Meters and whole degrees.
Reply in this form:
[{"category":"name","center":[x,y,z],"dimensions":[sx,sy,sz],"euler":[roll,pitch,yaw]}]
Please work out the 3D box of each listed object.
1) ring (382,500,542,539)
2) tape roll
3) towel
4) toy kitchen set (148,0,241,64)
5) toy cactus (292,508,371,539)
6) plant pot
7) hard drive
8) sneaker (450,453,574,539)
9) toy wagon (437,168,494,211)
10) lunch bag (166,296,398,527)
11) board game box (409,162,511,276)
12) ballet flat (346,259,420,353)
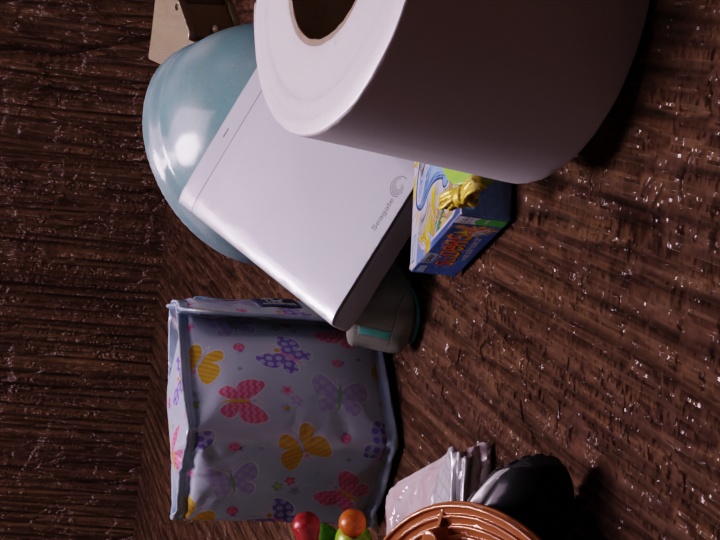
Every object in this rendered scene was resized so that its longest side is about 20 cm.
[{"category":"ring","center":[0.055,0.219,1.018],"dimensions":[0.199,0.019,0.203],"euler":[9,102,48]},{"category":"tape roll","center":[0.045,-0.158,1.067],"dimensions":[0.202,0.138,0.205],"euler":[-32,53,55]},{"category":"towel","center":[0.045,0.224,1.287],"dimensions":[0.191,0.032,0.202],"euler":[126,149,-69]},{"category":"toy kitchen set","center":[-0.111,-0.311,2.189],"dimensions":[0.180,0.162,0.202],"euler":[27,115,48]},{"category":"toy cactus","center":[-0.018,0.258,1.410],"dimensions":[0.200,0.101,0.166],"euler":[98,155,-66]},{"category":"plant pot","center":[-0.060,-0.121,1.634],"dimensions":[0.134,0.199,0.202],"euler":[-28,53,45]},{"category":"hard drive","center":[-0.041,-0.060,1.485],"dimensions":[0.200,0.027,0.133],"euler":[37,97,39]},{"category":"sneaker","center":[0.087,0.197,1.045],"dimensions":[0.087,0.075,0.202],"euler":[39,123,47]},{"category":"toy wagon","center":[0.068,-0.128,1.207],"dimensions":[0.155,0.039,0.202],"euler":[-28,57,51]},{"category":"lunch bag","center":[-0.067,0.091,1.557],"dimensions":[0.201,0.168,0.128],"euler":[-97,16,-50]},{"category":"board game box","center":[0.067,-0.111,1.313],"dimensions":[0.135,0.034,0.202],"euler":[128,146,-70]},{"category":"ballet flat","center":[0.000,0.000,1.529],"dimensions":[0.200,0.063,0.068],"euler":[-109,27,-65]}]
